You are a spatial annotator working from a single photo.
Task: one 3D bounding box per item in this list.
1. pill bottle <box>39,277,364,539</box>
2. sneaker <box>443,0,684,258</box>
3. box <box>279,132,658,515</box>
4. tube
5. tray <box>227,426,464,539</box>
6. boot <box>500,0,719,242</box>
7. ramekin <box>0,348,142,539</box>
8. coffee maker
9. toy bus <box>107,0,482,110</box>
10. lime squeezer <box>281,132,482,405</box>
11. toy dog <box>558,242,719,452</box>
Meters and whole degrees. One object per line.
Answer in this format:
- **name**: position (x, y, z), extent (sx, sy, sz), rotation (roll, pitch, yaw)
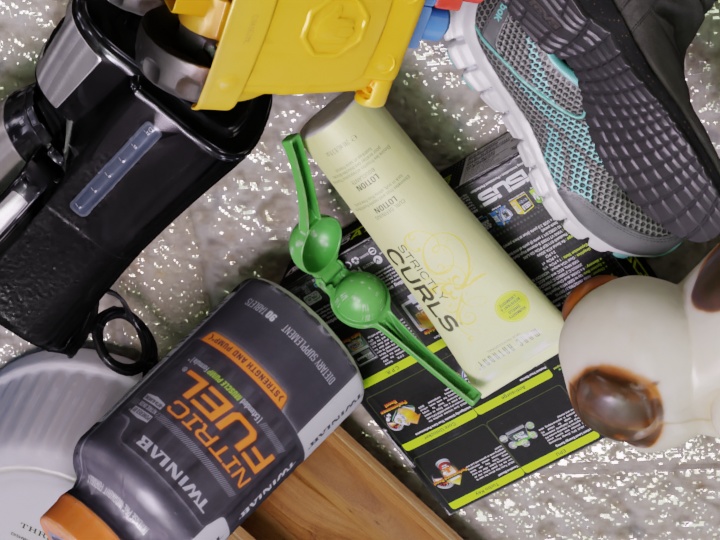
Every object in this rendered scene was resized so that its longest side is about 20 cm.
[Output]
- **pill bottle**: position (-0.099, 0.107, 1.364), extent (0.106, 0.200, 0.106), rotation (39, 160, 17)
- **sneaker**: position (0.131, -0.088, 1.278), extent (0.200, 0.078, 0.091), rotation (49, 147, -19)
- **box**: position (0.082, 0.033, 1.394), extent (0.200, 0.048, 0.193), rotation (-30, 111, 25)
- **tube**: position (0.044, -0.017, 1.322), extent (0.200, 0.052, 0.058), rotation (52, 156, -15)
- **tray**: position (0.008, 0.191, 1.474), extent (0.200, 0.099, 0.037), rotation (43, 161, -13)
- **boot**: position (0.170, -0.127, 1.216), extent (0.070, 0.132, 0.200), rotation (-17, 107, 56)
- **ramekin**: position (-0.184, 0.161, 1.482), extent (0.199, 0.105, 0.201), rotation (8, 124, 12)
- **coffee maker**: position (-0.144, -0.056, 1.357), extent (0.192, 0.135, 0.200), rotation (27, 126, -33)
- **toy bus**: position (-0.033, -0.180, 1.242), extent (0.191, 0.200, 0.136), rotation (2, 124, -29)
- **lime squeezer**: position (0.000, 0.000, 1.340), extent (0.070, 0.038, 0.200), rotation (-16, 117, 43)
- **toy dog**: position (0.211, 0.040, 1.276), extent (0.199, 0.140, 0.194), rotation (-21, 139, 14)
